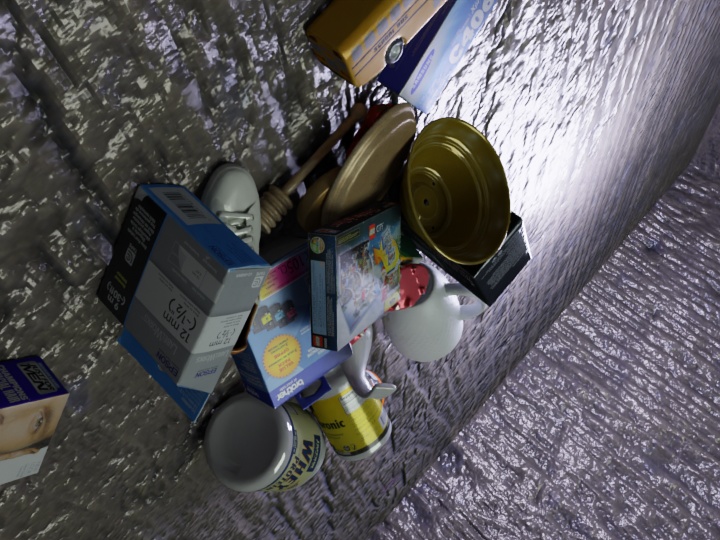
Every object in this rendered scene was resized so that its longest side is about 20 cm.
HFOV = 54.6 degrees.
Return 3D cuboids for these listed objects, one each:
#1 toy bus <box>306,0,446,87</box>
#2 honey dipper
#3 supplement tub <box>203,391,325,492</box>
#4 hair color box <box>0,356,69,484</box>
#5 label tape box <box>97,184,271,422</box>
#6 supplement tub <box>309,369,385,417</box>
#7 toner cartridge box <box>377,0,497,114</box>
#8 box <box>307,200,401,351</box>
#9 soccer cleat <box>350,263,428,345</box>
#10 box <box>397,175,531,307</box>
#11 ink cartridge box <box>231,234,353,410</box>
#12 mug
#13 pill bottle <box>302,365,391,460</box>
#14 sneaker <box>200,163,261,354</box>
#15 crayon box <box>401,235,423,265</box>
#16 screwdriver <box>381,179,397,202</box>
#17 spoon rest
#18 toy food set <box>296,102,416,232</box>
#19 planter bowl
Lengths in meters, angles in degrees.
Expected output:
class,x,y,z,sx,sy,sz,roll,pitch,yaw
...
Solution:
class,x,y,z,sx,sy,sz,roll,pitch,yaw
toy bus,0.035,-0.291,0.746,0.200,0.065,0.078,-48,154,-7
honey dipper,-0.059,-0.129,0.844,0.201,0.038,0.038,-49,157,-15
supplement tub,-0.144,0.278,1.118,0.146,0.145,0.200,-50,156,-2
hair color box,-0.377,0.152,0.626,0.199,0.065,0.110,-8,131,-60
label tape box,-0.191,0.038,0.698,0.066,0.143,0.202,-5,129,-58
supplement tub,-0.017,0.242,1.348,0.108,0.107,0.199,-54,157,7
toner cartridge box,0.106,-0.305,0.880,0.202,0.043,0.095,-58,154,13
box,-0.002,-0.001,0.876,0.200,0.037,0.139,-32,124,-61
soccer cleat,0.018,0.048,1.060,0.199,0.076,0.067,-37,114,-23
box,0.159,-0.063,1.124,0.118,0.196,0.200,-50,156,0
ink cartridge box,-0.096,0.075,0.882,0.136,0.076,0.203,-32,117,-29
mug,0.130,0.063,1.265,0.176,0.196,0.150,62,24,-58
pill bottle,-0.033,0.206,1.163,0.111,0.111,0.202,-37,113,-28
sneaker,-0.129,-0.010,0.741,0.072,0.084,0.204,-1,99,-35
crayon box,0.000,0.000,1.065,0.125,0.052,0.199,-42,162,23
screwdriver,0.043,-0.053,0.998,0.029,0.204,0.028,-2,175,-23
spoon rest,-0.008,0.124,1.094,0.098,0.201,0.061,11,127,-33
toy food set,0.004,-0.130,0.898,0.202,0.048,0.198,-58,168,16
planter bowl,0.114,-0.103,0.973,0.199,0.203,0.083,-32,-167,-36
